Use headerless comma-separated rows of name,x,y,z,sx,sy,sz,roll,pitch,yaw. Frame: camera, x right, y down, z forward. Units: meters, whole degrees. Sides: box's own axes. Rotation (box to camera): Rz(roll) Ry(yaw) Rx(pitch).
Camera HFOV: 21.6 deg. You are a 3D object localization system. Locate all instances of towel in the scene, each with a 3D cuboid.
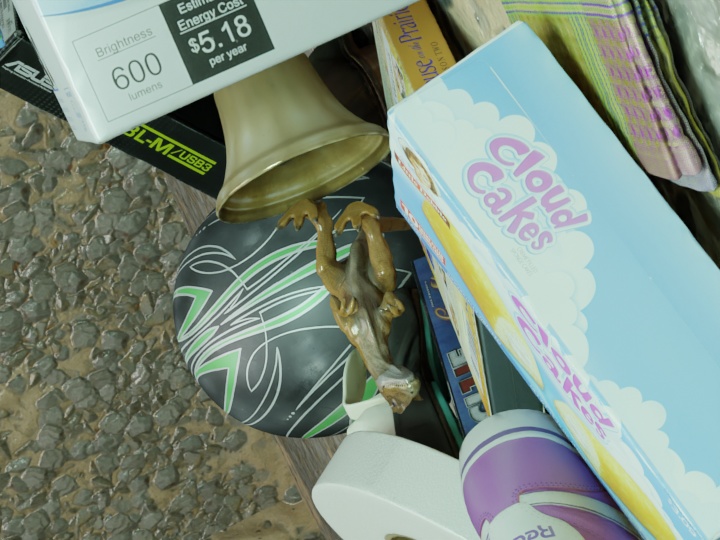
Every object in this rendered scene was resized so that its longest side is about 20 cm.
towel,0.074,-0.122,0.708,0.144,0.023,0.200,-145,31,-75

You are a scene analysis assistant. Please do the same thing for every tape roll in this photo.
tape roll,0.067,0.154,0.984,0.203,0.037,0.203,30,161,11

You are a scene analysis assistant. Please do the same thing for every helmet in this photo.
helmet,-0.027,0.018,1.251,0.200,0.200,0.191,63,-171,10

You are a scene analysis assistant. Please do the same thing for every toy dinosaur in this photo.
toy dinosaur,0.000,0.000,1.062,0.200,0.060,0.106,-90,-21,-52

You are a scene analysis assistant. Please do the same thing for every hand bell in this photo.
hand bell,-0.068,-0.138,1.034,0.104,0.104,0.200,98,149,-76

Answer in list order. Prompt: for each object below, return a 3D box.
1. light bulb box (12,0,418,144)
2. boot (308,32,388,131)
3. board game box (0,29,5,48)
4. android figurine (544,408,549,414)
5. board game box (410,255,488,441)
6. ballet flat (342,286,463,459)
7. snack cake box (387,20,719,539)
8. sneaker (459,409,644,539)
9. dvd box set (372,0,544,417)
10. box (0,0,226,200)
light bulb box,-0.074,-0.185,0.826,0.200,0.198,0.125,66,170,-9
boot,-0.033,-0.104,1.177,0.075,0.097,0.200,66,171,-13
board game box,-0.209,-0.206,0.802,0.200,0.037,0.151,85,162,-57
android figurine,0.129,0.089,0.944,0.182,0.041,0.200,76,168,-54
board game box,0.087,0.097,1.067,0.136,0.035,0.200,-106,-8,-45
ballet flat,0.027,0.083,1.080,0.200,0.068,0.068,-102,-13,-61
snack cake box,0.094,0.015,0.732,0.200,0.067,0.115,54,175,15
sneaker,0.120,0.152,0.794,0.200,0.073,0.114,33,-157,-31
dvd box set,0.046,-0.039,0.944,0.200,0.029,0.146,-109,5,-52
box,-0.154,-0.157,1.166,0.193,0.048,0.200,25,-144,-37
